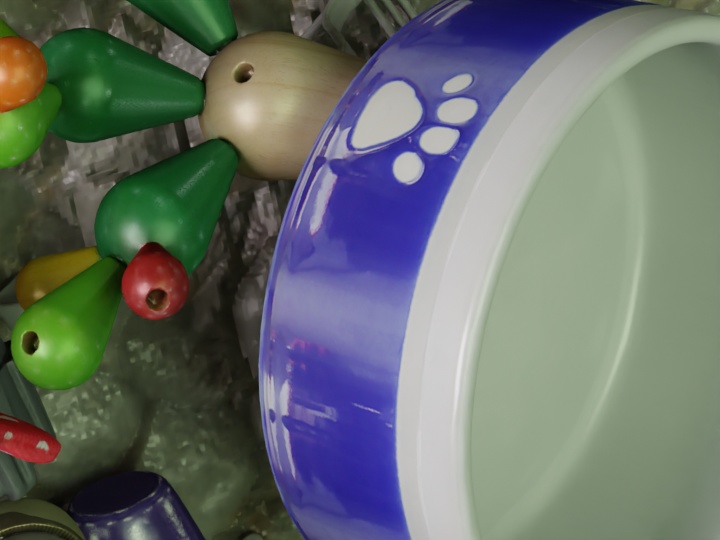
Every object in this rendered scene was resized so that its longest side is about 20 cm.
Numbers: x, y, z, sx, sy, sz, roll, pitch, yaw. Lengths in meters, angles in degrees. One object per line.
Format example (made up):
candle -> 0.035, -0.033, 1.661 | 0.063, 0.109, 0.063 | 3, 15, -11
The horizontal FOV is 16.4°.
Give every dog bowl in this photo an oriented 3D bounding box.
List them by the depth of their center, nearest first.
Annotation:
dog bowl -> 0.061, 0.015, 0.772 | 0.200, 0.079, 0.201 | -22, 119, -46

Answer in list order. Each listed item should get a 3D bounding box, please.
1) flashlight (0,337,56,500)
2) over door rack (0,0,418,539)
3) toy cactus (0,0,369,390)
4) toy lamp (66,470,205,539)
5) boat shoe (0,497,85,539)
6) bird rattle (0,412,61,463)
flashlight -> -0.156, -0.014, 0.756 | 0.068, 0.068, 0.201 | -31, 113, -21
over door rack -> 0.000, 0.000, 0.847 | 0.200, 0.067, 0.148 | -45, 117, -15
toy cactus -> -0.059, -0.062, 0.746 | 0.164, 0.102, 0.201 | 6, 54, -20
toy lamp -> -0.056, 0.164, 0.855 | 0.058, 0.058, 0.201 | -25, 113, -23
boat shoe -> -0.162, 0.150, 0.766 | 0.200, 0.068, 0.075 | -38, 125, -2
bird rattle -> -0.190, 0.077, 0.684 | 0.163, 0.199, 0.113 | -61, 137, -53
